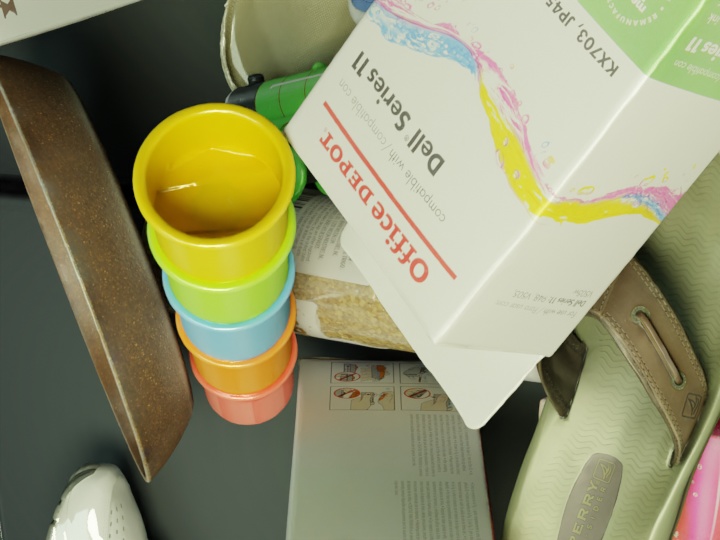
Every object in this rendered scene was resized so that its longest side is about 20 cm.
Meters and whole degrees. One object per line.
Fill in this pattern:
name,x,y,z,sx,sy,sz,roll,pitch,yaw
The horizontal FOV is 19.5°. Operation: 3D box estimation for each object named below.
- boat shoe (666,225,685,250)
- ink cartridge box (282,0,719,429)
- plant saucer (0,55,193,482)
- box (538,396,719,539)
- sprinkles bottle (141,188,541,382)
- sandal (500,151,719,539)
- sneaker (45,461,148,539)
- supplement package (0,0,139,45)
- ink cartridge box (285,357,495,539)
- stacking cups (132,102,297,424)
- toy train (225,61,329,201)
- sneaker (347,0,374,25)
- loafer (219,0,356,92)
boat shoe,0.103,-0.054,0.837,0.057,0.068,0.201,-31,82,41
ink cartridge box,0.050,-0.051,0.736,0.200,0.067,0.117,-54,53,24
plant saucer,-0.116,-0.005,0.922,0.200,0.034,0.201,160,90,-80
box,0.136,0.138,0.861,0.102,0.095,0.201,11,113,29
sprinkles bottle,0.000,0.000,0.918,0.199,0.068,0.069,9,112,31
sandal,0.097,0.037,0.769,0.079,0.057,0.202,15,93,29
sneaker,-0.100,0.187,1.060,0.087,0.075,0.201,-8,109,23
supplement package,-0.208,-0.168,0.943,0.199,0.150,0.153,-10,101,35
ink cartridge box,0.011,0.154,0.879,0.083,0.200,0.177,1,111,0
stacking cups,-0.051,0.004,0.843,0.060,0.061,0.200,39,163,16
toy train,0.014,-0.063,0.843,0.199,0.042,0.057,-8,89,42
sneaker,0.061,-0.168,0.778,0.200,0.077,0.076,-46,43,14
loafer,-0.011,-0.142,0.874,0.076,0.068,0.200,42,124,14
